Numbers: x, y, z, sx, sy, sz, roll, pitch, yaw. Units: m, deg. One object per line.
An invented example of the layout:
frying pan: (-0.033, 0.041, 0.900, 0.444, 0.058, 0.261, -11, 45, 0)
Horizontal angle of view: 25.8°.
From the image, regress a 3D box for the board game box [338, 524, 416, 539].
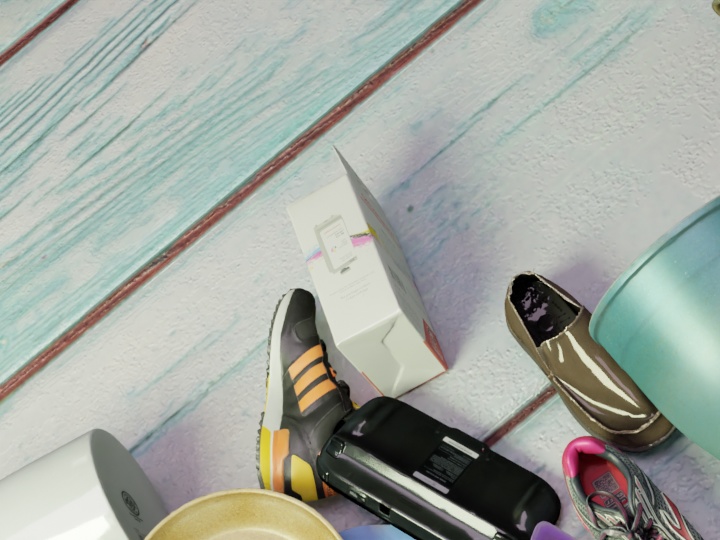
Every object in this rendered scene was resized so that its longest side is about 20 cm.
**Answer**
board game box: (0.014, 0.304, 1.249, 0.156, 0.039, 0.202, -7, 61, 15)

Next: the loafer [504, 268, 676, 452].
loafer: (0.178, 0.072, 1.284, 0.073, 0.071, 0.200, -44, 53, -4)

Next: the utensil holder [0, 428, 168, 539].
utensil holder: (-0.272, 0.250, 1.339, 0.199, 0.170, 0.171, -31, 53, 4)

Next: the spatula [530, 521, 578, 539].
spatula: (0.119, 0.293, 1.207, 0.056, 0.021, 0.201, 30, 81, -9)

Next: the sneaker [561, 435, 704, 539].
sneaker: (0.215, 0.209, 1.183, 0.081, 0.075, 0.200, -41, 53, -1)

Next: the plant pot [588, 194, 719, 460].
plant pot: (0.303, 0.063, 1.163, 0.199, 0.200, 0.189, -35, 67, 3)

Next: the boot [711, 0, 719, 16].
boot: (0.420, -0.254, 1.361, 0.199, 0.072, 0.155, 27, 75, 40)

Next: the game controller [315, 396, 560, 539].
game controller: (0.063, 0.173, 1.281, 0.199, 0.042, 0.104, 28, 45, 27)

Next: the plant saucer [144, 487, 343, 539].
plant saucer: (-0.093, 0.274, 1.240, 0.198, 0.035, 0.202, -2, 67, 6)

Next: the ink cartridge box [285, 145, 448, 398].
ink cartridge box: (0.000, 0.000, 1.385, 0.067, 0.117, 0.201, -27, 52, 9)

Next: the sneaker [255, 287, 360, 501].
sneaker: (-0.038, 0.110, 1.379, 0.089, 0.070, 0.202, 2, 59, 6)
